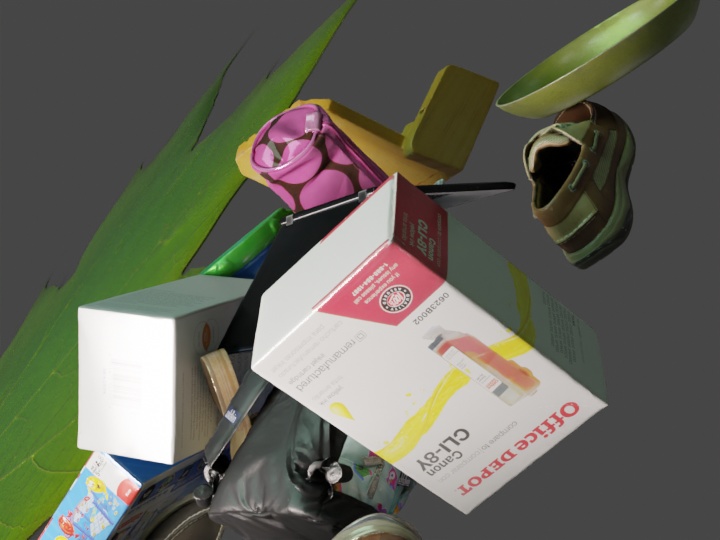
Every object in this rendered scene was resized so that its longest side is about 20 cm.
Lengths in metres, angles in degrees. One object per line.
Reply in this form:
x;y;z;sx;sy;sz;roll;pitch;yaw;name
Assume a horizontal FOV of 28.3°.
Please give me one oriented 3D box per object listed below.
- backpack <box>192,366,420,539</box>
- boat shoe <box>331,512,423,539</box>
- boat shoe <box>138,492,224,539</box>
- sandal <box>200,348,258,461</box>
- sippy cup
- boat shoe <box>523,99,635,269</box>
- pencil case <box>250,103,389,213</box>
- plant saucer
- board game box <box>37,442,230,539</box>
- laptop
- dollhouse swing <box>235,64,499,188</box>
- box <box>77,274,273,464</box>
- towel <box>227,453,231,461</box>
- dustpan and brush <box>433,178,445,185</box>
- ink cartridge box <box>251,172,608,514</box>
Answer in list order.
-0.017;0.122;1.112;0.167;0.127;0.200;-5;50;44;backpack
-0.034;0.252;1.007;0.200;0.076;0.072;-46;22;24;boat shoe
-0.187;0.291;1.304;0.202;0.072;0.060;-50;31;2;boat shoe
-0.075;0.146;1.204;0.069;0.212;0.078;-20;38;-11;sandal
-0.089;0.029;1.418;0.178;0.130;0.140;-37;5;15;sippy cup
0.169;-0.085;1.128;0.076;0.074;0.200;-42;21;27;boat shoe
-0.006;-0.067;1.314;0.093;0.200;0.091;-18;42;43;pencil case
0.206;-0.182;1.205;0.200;0.031;0.200;-34;9;6;plant saucer
-0.219;0.226;1.333;0.196;0.056;0.200;-55;-13;19;board game box
0.000;0.000;1.163;0.187;0.199;0.116;-11;84;64;laptop
-0.001;-0.154;1.500;0.200;0.176;0.182;-29;30;51;dollhouse swing
-0.152;0.080;1.255;0.200;0.097;0.125;-17;-69;-64;box
-0.075;0.149;1.365;0.200;0.024;0.145;-37;25;38;towel
0.049;0.010;1.260;0.139;0.057;0.200;-22;35;57;dustpan and brush
0.049;0.054;0.968;0.145;0.200;0.084;-42;24;27;ink cartridge box
